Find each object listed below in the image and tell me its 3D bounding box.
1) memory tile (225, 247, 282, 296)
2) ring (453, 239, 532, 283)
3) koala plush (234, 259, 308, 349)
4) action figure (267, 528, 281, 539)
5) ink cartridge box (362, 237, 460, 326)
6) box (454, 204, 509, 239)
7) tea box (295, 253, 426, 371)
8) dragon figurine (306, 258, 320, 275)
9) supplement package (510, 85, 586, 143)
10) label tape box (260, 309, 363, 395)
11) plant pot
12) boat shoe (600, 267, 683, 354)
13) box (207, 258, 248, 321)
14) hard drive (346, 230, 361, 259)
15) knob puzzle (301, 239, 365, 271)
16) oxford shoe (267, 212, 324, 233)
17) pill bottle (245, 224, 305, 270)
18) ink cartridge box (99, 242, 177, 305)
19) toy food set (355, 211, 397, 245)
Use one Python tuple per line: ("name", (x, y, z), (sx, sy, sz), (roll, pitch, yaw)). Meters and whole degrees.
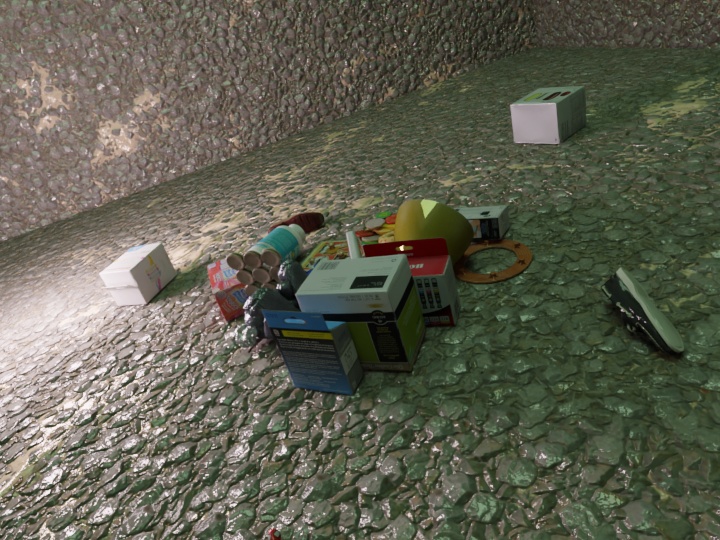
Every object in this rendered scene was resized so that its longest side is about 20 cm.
("memory tile", (-0.233, 0.028, 1.303), (0.152, 0.201, 0.017), (-6, 38, 22))
("ring", (0.319, -0.030, 1.287), (0.199, 0.019, 0.201), (-13, 28, 7))
("koala plush", (-0.204, 0.108, 1.225), (0.199, 0.184, 0.178), (-22, 20, 40))
("action figure", (-0.099, 0.423, 0.682), (0.065, 0.052, 0.200), (-25, 26, -7))
("ink cartridge box", (0.100, 0.030, 1.135), (0.198, 0.177, 0.084), (-5, 30, 23))
("box", (0.292, -0.128, 1.417), (0.199, 0.061, 0.117), (0, 22, 29))
("tea box", (0.007, 0.088, 1.061), (0.198, 0.198, 0.134), (-2, 31, 25))
("dragon figurine", (-0.137, 0.024, 1.405), (0.198, 0.059, 0.100), (-16, 27, -1))
("supplement package", (0.691, -0.572, 1.916), (0.199, 0.148, 0.191), (-34, 32, -31))
("label tape box", (-0.089, 0.142, 1.014), (0.143, 0.201, 0.063), (0, 33, 29))
("plant pot", (0.161, -0.056, 1.274), (0.199, 0.200, 0.143), (6, 61, 36))
("boat shoe", (0.501, 0.079, 0.941), (0.060, 0.074, 0.201), (-49, 34, 29))
("box", (-0.357, 0.043, 1.458), (0.102, 0.095, 0.200), (-23, 29, -11))
("hard drive", (0.000, 0.000, 1.292), (0.026, 0.133, 0.200), (-16, 28, 2))
("knob puzzle", (-0.072, -0.050, 1.533), (0.218, 0.031, 0.220), (-13, 28, 7))
("oxford shoe", (-0.219, -0.164, 1.782), (0.198, 0.071, 0.075), (-14, 23, 5))
("pill bottle", (-0.248, -0.062, 1.568), (0.110, 0.111, 0.200), (4, 35, 34))
("ink cartridge box", (-0.715, 0.019, 1.672), (0.128, 0.126, 0.200), (-5, 30, 22))
("toy food set", (0.084, -0.116, 1.537), (0.197, 0.049, 0.200), (6, 34, 34))
